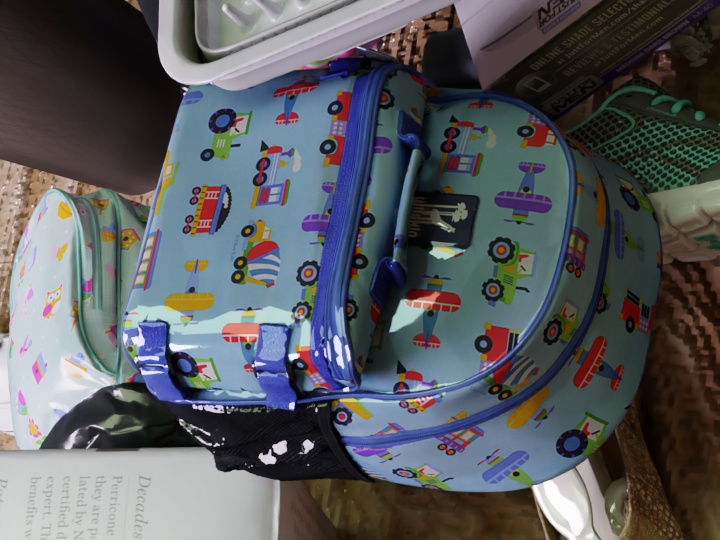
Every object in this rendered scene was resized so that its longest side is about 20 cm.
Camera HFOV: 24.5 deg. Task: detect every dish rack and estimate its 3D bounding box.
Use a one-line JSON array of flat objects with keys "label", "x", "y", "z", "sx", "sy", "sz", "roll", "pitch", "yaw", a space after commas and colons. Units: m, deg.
[{"label": "dish rack", "x": -0.008, "y": -0.174, "z": 0.705, "sx": 0.170, "sy": 0.043, "sz": 0.202, "roll": -18, "pitch": 58, "yaw": 27}]

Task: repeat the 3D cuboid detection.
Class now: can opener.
[{"label": "can opener", "x": 0.119, "y": -0.128, "z": 0.863, "sx": 0.199, "sy": 0.052, "sz": 0.067, "roll": -10, "pitch": 70, "yaw": 43}]

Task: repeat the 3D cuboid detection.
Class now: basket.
[{"label": "basket", "x": -0.208, "y": -0.134, "z": 1.086, "sx": 0.180, "sy": 0.199, "sz": 0.137, "roll": -29, "pitch": 55, "yaw": 34}]

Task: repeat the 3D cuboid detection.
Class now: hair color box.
[{"label": "hair color box", "x": 0.091, "y": -0.190, "z": 0.823, "sx": 0.109, "sy": 0.065, "sz": 0.202, "roll": -34, "pitch": 56, "yaw": 32}]

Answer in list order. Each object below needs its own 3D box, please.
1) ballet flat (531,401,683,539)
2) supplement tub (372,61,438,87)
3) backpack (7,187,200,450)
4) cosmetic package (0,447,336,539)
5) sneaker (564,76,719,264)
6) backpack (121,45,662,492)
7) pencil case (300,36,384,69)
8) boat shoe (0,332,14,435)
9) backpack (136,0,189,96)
[{"label": "ballet flat", "x": 0.097, "y": 0.071, "z": 0.790, "sx": 0.070, "sy": 0.065, "sz": 0.201, "roll": -41, "pitch": 48, "yaw": 23}, {"label": "supplement tub", "x": 0.000, "y": 0.000, "z": 0.877, "sx": 0.122, "sy": 0.122, "sz": 0.202, "roll": -28, "pitch": 55, "yaw": 34}, {"label": "backpack", "x": -0.144, "y": 0.045, "z": 0.995, "sx": 0.167, "sy": 0.126, "sz": 0.201, "roll": -42, "pitch": 43, "yaw": 38}, {"label": "cosmetic package", "x": -0.122, "y": 0.190, "z": 0.834, "sx": 0.198, "sy": 0.165, "sz": 0.167, "roll": -2, "pitch": 68, "yaw": 9}, {"label": "sneaker", "x": 0.145, "y": -0.051, "z": 0.769, "sx": 0.198, "sy": 0.077, "sz": 0.092, "roll": -10, "pitch": 70, "yaw": 27}, {"label": "backpack", "x": 0.021, "y": 0.000, "z": 0.709, "sx": 0.198, "sy": 0.135, "sz": 0.184, "roll": 3, "pitch": 63, "yaw": 28}, {"label": "pencil case", "x": 0.011, "y": -0.163, "z": 0.794, "sx": 0.200, "sy": 0.087, "sz": 0.088, "roll": -45, "pitch": 47, "yaw": 26}, {"label": "boat shoe", "x": -0.264, "y": 0.077, "z": 1.151, "sx": 0.199, "sy": 0.065, "sz": 0.074, "roll": -10, "pitch": 66, "yaw": 43}, {"label": "backpack", "x": -0.035, "y": -0.215, "z": 0.964, "sx": 0.199, "sy": 0.163, "sz": 0.168, "roll": -3, "pitch": 34, "yaw": 48}]
